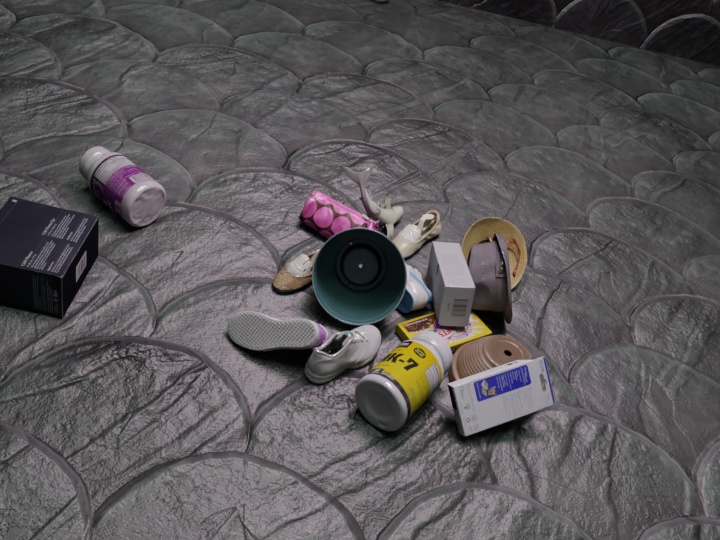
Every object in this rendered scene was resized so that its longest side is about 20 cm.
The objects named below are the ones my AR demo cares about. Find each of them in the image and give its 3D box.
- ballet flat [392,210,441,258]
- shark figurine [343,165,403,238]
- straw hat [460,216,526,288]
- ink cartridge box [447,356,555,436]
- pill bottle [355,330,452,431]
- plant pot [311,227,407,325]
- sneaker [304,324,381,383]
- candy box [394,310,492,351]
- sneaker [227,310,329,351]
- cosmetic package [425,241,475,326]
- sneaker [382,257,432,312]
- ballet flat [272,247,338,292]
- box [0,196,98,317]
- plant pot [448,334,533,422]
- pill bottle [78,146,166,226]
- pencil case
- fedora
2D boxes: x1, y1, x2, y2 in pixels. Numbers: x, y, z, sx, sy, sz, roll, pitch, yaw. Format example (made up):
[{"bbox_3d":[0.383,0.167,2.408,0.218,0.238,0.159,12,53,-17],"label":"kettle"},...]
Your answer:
[{"bbox_3d":[0.137,-0.095,1.836,0.069,0.070,0.199,33,41,20],"label":"ballet flat"},{"bbox_3d":[0.022,-0.154,1.840,0.088,0.214,0.130,-5,59,36],"label":"shark figurine"},{"bbox_3d":[0.298,-0.031,1.795,0.198,0.206,0.085,-7,5,-27],"label":"straw hat"},{"bbox_3d":[0.269,0.236,1.424,0.196,0.101,0.039,-15,4,-12],"label":"ink cartridge box"},{"bbox_3d":[0.088,0.204,1.421,0.113,0.116,0.199,33,41,20],"label":"pill bottle"},{"bbox_3d":[0.000,0.000,1.593,0.196,0.204,0.134,15,12,-1],"label":"plant pot"},{"bbox_3d":[-0.023,0.146,1.469,0.075,0.090,0.199,36,42,25],"label":"sneaker"},{"bbox_3d":[0.180,0.132,1.610,0.197,0.027,0.103,-14,48,-33],"label":"candy box"},{"bbox_3d":[-0.158,0.126,1.475,0.196,0.074,0.114,7,-4,18],"label":"sneaker"},{"bbox_3d":[0.196,0.027,1.656,0.072,0.103,0.201,3,28,-7],"label":"cosmetic package"},{"bbox_3d":[0.083,0.012,1.689,0.080,0.077,0.201,-9,51,-39],"label":"sneaker"},{"bbox_3d":[-0.112,-0.015,1.649,0.070,0.066,0.198,38,43,25],"label":"ballet flat"},{"bbox_3d":[-0.629,-0.030,1.449,0.178,0.105,0.202,14,38,-5],"label":"box"},{"bbox_3d":[0.285,0.200,1.515,0.197,0.094,0.203,10,40,-8],"label":"plant pot"},{"bbox_3d":[-0.538,-0.193,1.672,0.199,0.114,0.112,36,42,23],"label":"pill bottle"},{"bbox_3d":[-0.049,-0.117,1.772,0.198,0.095,0.091,27,40,15],"label":"pencil case"},{"bbox_3d":[0.281,0.020,1.667,0.088,0.205,0.177,-3,3,2],"label":"fedora"}]
